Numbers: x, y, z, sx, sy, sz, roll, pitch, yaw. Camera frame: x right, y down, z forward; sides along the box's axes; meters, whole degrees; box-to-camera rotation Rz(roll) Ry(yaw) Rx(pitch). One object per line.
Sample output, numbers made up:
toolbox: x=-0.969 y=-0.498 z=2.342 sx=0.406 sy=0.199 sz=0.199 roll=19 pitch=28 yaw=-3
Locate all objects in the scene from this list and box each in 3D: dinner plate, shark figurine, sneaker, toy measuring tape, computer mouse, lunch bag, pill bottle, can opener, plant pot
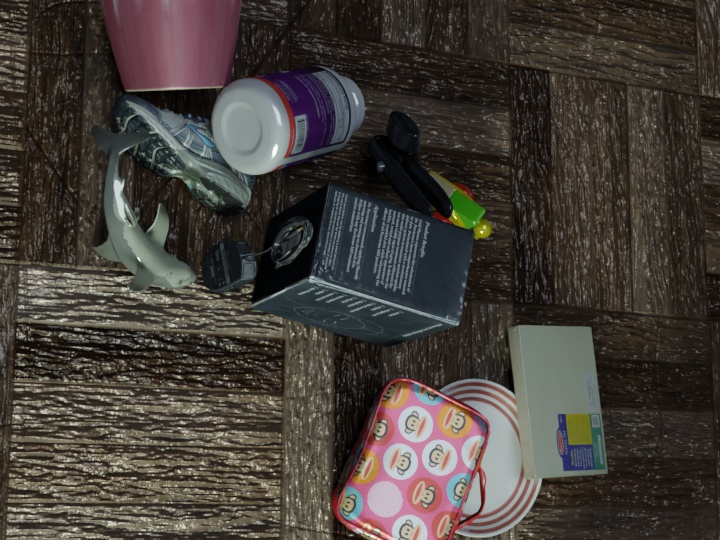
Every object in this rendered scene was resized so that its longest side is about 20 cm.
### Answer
dinner plate: x=0.148 y=0.242 z=1.722 sx=0.198 sy=0.024 sz=0.203 roll=5 pitch=79 yaw=-25
shark figurine: x=-0.280 y=-0.054 z=1.543 sx=0.128 sy=0.089 sz=0.216 roll=-44 pitch=118 yaw=-51
sneaker: x=-0.210 y=-0.153 z=1.607 sx=0.199 sy=0.077 sz=0.087 roll=38 pitch=55 yaw=-22
toy measuring tape: x=0.085 y=-0.099 z=1.744 sx=0.199 sy=0.074 sz=0.074 roll=33 pitch=67 yaw=8
computer mouse: x=-0.118 y=-0.019 z=1.554 sx=0.034 sy=0.199 sz=0.059 roll=2 pitch=74 yaw=-44
lunch bag: x=0.074 y=0.246 z=1.629 sx=0.175 sy=0.082 sz=0.202 roll=26 pitch=80 yaw=-2
pill bottle: x=-0.081 y=-0.187 z=1.618 sx=0.199 sy=0.112 sz=0.114 roll=-22 pitch=91 yaw=-53
can opener: x=0.057 y=-0.119 z=1.642 sx=0.063 sy=0.201 sz=0.079 roll=-12 pitch=129 yaw=-10
plant pot: x=-0.221 y=-0.303 z=1.565 sx=0.198 sy=0.200 sz=0.181 roll=-6 pitch=100 yaw=-26

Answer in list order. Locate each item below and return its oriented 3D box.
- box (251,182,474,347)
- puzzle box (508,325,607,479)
box: x=0.000 y=0.000 z=1.597 sx=0.195 sy=0.200 sz=0.125 roll=19 pitch=72 yaw=-21
puzzle box: x=0.262 y=0.174 z=1.769 sx=0.132 sy=0.025 sz=0.203 roll=4 pitch=76 yaw=-34
